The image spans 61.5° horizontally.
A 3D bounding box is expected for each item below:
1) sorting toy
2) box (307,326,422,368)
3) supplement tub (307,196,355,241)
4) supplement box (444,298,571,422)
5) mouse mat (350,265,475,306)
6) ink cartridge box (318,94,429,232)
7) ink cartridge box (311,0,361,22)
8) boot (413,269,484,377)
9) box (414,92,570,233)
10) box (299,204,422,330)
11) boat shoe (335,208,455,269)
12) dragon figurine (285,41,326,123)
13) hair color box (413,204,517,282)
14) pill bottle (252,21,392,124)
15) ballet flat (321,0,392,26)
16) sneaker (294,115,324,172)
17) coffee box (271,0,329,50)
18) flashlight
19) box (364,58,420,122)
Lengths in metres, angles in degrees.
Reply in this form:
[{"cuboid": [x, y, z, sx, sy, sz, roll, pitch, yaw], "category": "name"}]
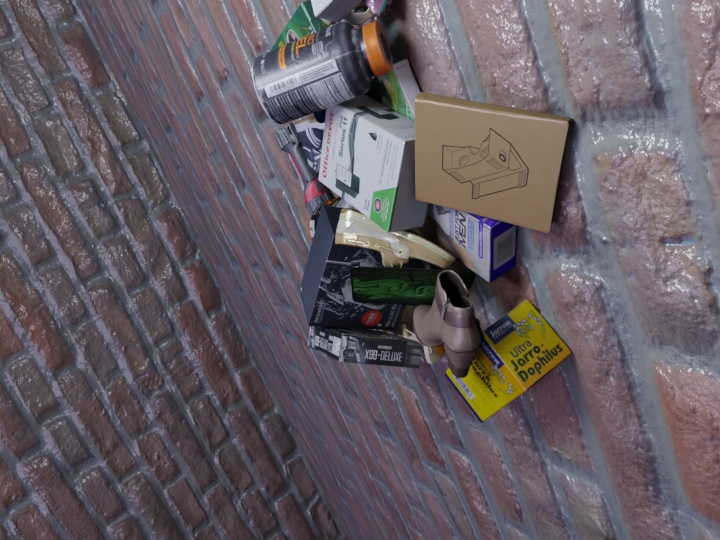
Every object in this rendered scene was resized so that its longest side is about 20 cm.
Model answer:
[{"cuboid": [0.113, 0.052, 1.164, 0.200, 0.105, 0.183, 27, 131, 63], "category": "sorting toy"}, {"cuboid": [0.003, 0.140, 1.138, 0.200, 0.155, 0.051, -178, 95, -70], "category": "box"}, {"cuboid": [-0.029, -0.091, 1.240, 0.199, 0.122, 0.124, 0, 119, 63], "category": "supplement tub"}, {"cuboid": [0.236, 0.155, 1.002, 0.110, 0.108, 0.201, 51, 156, 17], "category": "supplement box"}, {"cuboid": [0.082, 0.029, 1.004, 0.161, 0.197, 0.008, 87, -173, -67], "category": "mouse mat"}, {"cuboid": [0.024, -0.173, 0.949, 0.200, 0.082, 0.148, 40, 132, 41], "category": "ink cartridge box"}, {"cuboid": [-0.037, -0.468, 0.839, 0.108, 0.050, 0.203, -22, 78, 49], "category": "ink cartridge box"}, {"cuboid": [0.133, 0.065, 0.952, 0.200, 0.069, 0.148, -125, 24, -52], "category": "boot"}, {"cuboid": [0.165, -0.142, 0.799, 0.198, 0.021, 0.165, 17, 137, 23], "category": "box"}, {"cuboid": [0.000, 0.000, 1.108, 0.105, 0.179, 0.202, -111, 32, -51], "category": "box"}, {"cuboid": [0.052, -0.036, 0.964, 0.198, 0.067, 0.074, 22, -176, 15], "category": "boat shoe"}, {"cuboid": [-0.059, -0.288, 1.013, 0.201, 0.058, 0.100, 68, 179, -53], "category": "dragon figurine"}, {"cuboid": [0.152, -0.082, 0.953, 0.200, 0.064, 0.110, 41, 152, 41], "category": "hair color box"}, {"cuboid": [-0.053, -0.300, 0.903, 0.106, 0.197, 0.108, -15, -90, -72], "category": "pill bottle"}, {"cuboid": [-0.024, -0.405, 0.909, 0.069, 0.072, 0.199, 19, -174, -42], "category": "ballet flat"}, {"cuboid": [-0.067, -0.252, 1.191, 0.200, 0.069, 0.110, 23, 134, 65], "category": "sneaker"}, {"cuboid": [-0.095, -0.397, 1.111, 0.124, 0.044, 0.199, 62, 158, -7], "category": "coffee box"}, {"cuboid": [-0.130, -0.226, 1.367, 0.202, 0.067, 0.068, 62, -173, -2], "category": "flashlight"}, {"cuboid": [0.047, -0.247, 1.007, 0.199, 0.036, 0.146, -6, 112, 64], "category": "box"}]
